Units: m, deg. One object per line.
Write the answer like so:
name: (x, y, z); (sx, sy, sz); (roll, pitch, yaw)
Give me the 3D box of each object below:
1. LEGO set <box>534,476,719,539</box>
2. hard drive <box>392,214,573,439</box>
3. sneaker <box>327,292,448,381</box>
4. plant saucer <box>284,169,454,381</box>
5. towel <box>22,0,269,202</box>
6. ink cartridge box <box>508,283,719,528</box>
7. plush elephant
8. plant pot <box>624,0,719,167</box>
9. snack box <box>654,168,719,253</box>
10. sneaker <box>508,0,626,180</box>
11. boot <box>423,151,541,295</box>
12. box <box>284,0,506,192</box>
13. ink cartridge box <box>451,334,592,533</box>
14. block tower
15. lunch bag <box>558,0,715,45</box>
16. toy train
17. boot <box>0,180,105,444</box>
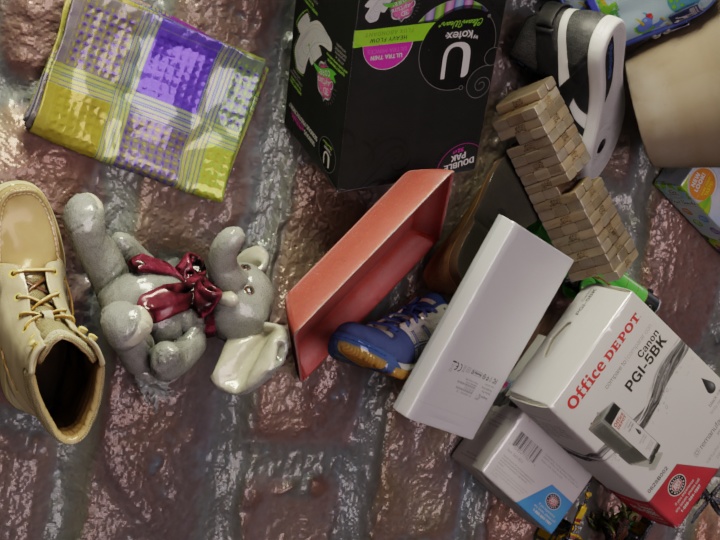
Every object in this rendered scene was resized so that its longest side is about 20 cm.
LEGO set: (0.292, 0.262, 1.455); (0.154, 0.116, 0.200); (45, 77, -24)
hard drive: (0.117, 0.057, 1.303); (0.132, 0.027, 0.201); (25, 95, -54)
sneaker: (0.042, 0.059, 1.314); (0.199, 0.075, 0.089); (17, 89, -54)
plant saucer: (0.000, 0.000, 1.256); (0.037, 0.200, 0.200); (42, 78, 10)
towel: (-0.186, -0.156, 1.217); (0.199, 0.023, 0.145); (22, 87, -27)
ink cartridge box: (0.268, 0.132, 1.364); (0.200, 0.083, 0.147); (41, 79, -19)
plush elephant: (-0.142, 0.025, 1.193); (0.154, 0.165, 0.201); (-24, 136, -7)
plant pot: (0.359, -0.183, 1.374); (0.172, 0.200, 0.202); (-13, 107, 18)
snack box: (0.426, -0.128, 1.500); (0.142, 0.053, 0.201); (40, 80, -23)
sneaker: (0.201, -0.184, 1.378); (0.073, 0.111, 0.201); (-45, 149, -33)
boot: (0.125, -0.055, 1.365); (0.074, 0.075, 0.201); (47, 59, -17)
box: (0.028, -0.192, 1.219); (0.147, 0.125, 0.202); (-10, 129, -24)
ink cartridge box: (0.201, 0.150, 1.423); (0.115, 0.068, 0.201); (42, 79, -23)
block tower: (0.198, -0.083, 1.351); (0.054, 0.058, 0.201); (-43, 109, -44)
lunch bag: (0.247, -0.319, 1.333); (0.201, 0.160, 0.083); (61, 30, -21)
toy train: (0.240, 0.008, 1.439); (0.199, 0.042, 0.057); (33, 73, -26)
boot: (-0.260, 0.032, 1.134); (0.072, 0.155, 0.202); (-4, 99, -25)
